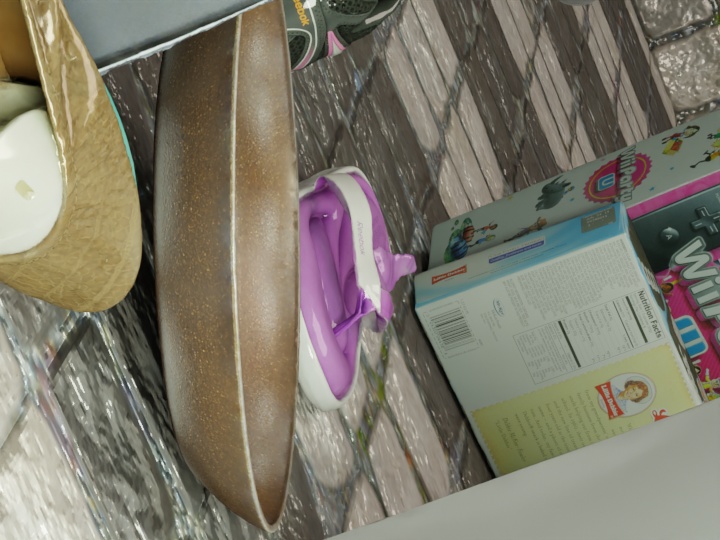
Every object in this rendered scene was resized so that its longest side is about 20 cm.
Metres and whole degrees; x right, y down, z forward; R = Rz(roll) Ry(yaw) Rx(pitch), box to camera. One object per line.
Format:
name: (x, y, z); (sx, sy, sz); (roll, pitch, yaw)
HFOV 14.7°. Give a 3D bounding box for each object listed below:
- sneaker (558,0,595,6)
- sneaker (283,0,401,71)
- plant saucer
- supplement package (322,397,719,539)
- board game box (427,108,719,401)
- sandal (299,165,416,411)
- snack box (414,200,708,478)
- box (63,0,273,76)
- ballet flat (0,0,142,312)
sneaker: (0.142, -0.252, 2.179); (0.200, 0.075, 0.115); (51, 22, -43)
sneaker: (-0.017, -0.126, 1.238); (0.200, 0.086, 0.081); (-78, 148, -69)
plant saucer: (-0.044, -0.012, 0.950); (0.200, 0.032, 0.202); (-2, 90, -85)
supplement package: (0.084, 0.180, 0.947); (0.147, 0.190, 0.201); (-72, 141, -72)
board game box: (0.156, 0.013, 1.472); (0.148, 0.199, 0.064); (58, 20, -25)
sandal: (-0.003, -0.007, 1.196); (0.203, 0.050, 0.083); (-76, 144, -69)
snack box: (0.118, 0.071, 1.450); (0.037, 0.116, 0.201); (-88, 155, -60)
box: (-0.101, -0.179, 0.874); (0.197, 0.123, 0.201); (-72, 141, -68)
ballet flat: (-0.110, -0.064, 0.760); (0.072, 0.067, 0.201); (-60, 146, -56)
